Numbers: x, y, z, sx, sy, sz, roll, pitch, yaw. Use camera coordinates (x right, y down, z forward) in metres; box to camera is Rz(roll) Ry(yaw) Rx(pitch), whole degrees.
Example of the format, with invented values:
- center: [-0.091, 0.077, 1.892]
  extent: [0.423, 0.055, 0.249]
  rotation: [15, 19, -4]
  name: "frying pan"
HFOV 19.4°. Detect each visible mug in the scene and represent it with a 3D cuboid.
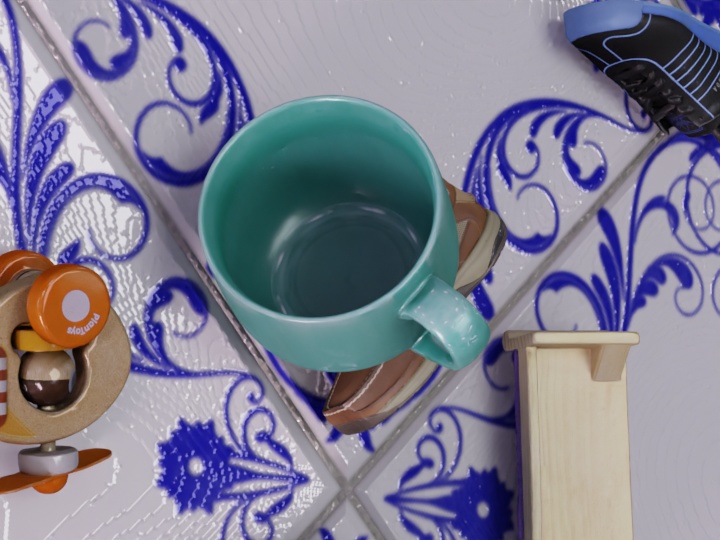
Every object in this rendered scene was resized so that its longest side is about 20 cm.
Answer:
- center: [-0.011, -0.001, 1.290]
  extent: [0.114, 0.151, 0.186]
  rotation: [68, 6, -63]
  name: "mug"

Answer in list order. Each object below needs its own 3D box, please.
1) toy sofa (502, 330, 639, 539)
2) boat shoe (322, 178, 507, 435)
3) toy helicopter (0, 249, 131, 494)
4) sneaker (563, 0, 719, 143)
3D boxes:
- center: [0.144, 0.141, 1.468]
  extent: [0.082, 0.098, 0.201]
  rotation: [0, 84, -15]
  name: "toy sofa"
- center: [0.023, 0.018, 1.383]
  extent: [0.074, 0.076, 0.200]
  rotation: [45, 52, -18]
  name: "boat shoe"
- center: [-0.213, 0.086, 1.186]
  extent: [0.200, 0.079, 0.133]
  rotation: [-35, 116, -26]
  name: "toy helicopter"
- center: [0.230, -0.145, 1.572]
  extent: [0.199, 0.070, 0.078]
  rotation: [12, 72, -38]
  name: "sneaker"
